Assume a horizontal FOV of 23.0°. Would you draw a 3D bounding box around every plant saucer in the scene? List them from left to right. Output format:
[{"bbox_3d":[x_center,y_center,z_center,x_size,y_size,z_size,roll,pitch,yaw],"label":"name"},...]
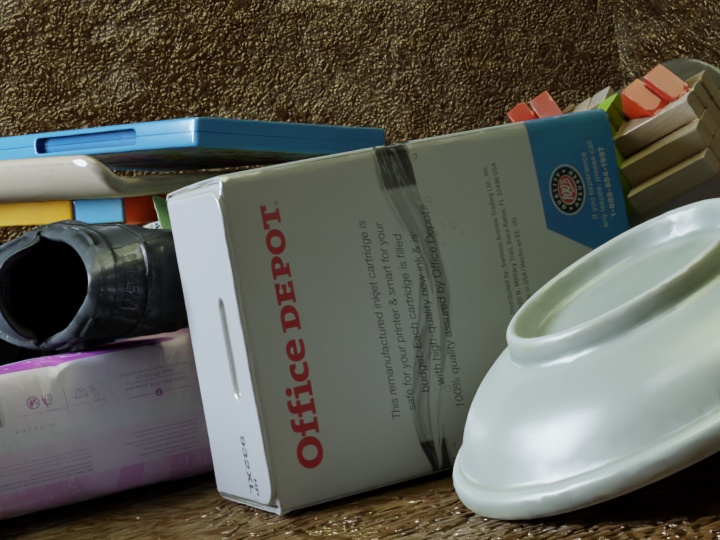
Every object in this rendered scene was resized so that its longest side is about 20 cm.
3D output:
[{"bbox_3d":[0.113,0.020,0.687,0.199,0.050,0.200,-30,10,6],"label":"plant saucer"}]

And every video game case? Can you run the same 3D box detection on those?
[{"bbox_3d":[-0.104,-0.072,1.034,0.142,0.018,0.199,-1,1,-45],"label":"video game case"}]

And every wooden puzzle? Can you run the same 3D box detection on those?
[{"bbox_3d":[-0.141,-0.044,1.066,0.184,0.038,0.199,0,0,42],"label":"wooden puzzle"}]

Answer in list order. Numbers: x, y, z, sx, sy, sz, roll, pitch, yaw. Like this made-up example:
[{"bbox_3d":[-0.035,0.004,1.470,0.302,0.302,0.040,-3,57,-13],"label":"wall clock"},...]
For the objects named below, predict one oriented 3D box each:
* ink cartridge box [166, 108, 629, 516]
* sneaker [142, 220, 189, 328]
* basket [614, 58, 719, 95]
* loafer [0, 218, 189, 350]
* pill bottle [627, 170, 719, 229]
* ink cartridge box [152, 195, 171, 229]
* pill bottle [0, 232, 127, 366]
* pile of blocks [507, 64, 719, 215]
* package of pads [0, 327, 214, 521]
[{"bbox_3d":[0.024,0.016,0.814,0.198,0.147,0.084,-11,2,-24],"label":"ink cartridge box"},{"bbox_3d":[-0.049,0.032,1.020,0.199,0.076,0.105,26,-20,-8],"label":"sneaker"},{"bbox_3d":[0.173,-0.037,1.176,0.199,0.182,0.136,-18,-2,-40],"label":"basket"},{"bbox_3d":[-0.155,0.006,0.892,0.070,0.069,0.200,1,-3,-37],"label":"loafer"},{"bbox_3d":[0.156,0.004,0.960,0.110,0.112,0.200,-11,2,-17],"label":"pill bottle"},{"bbox_3d":[0.000,0.000,0.939,0.198,0.048,0.146,13,30,-25],"label":"ink cartridge box"},{"bbox_3d":[-0.159,0.033,1.085,0.199,0.113,0.111,8,-10,-42],"label":"pill bottle"},{"bbox_3d":[0.106,-0.059,0.909,0.082,0.062,0.199,-43,13,-29],"label":"pile of blocks"},{"bbox_3d":[-0.149,0.079,0.896,0.198,0.076,0.120,-11,-2,-30],"label":"package of pads"}]
